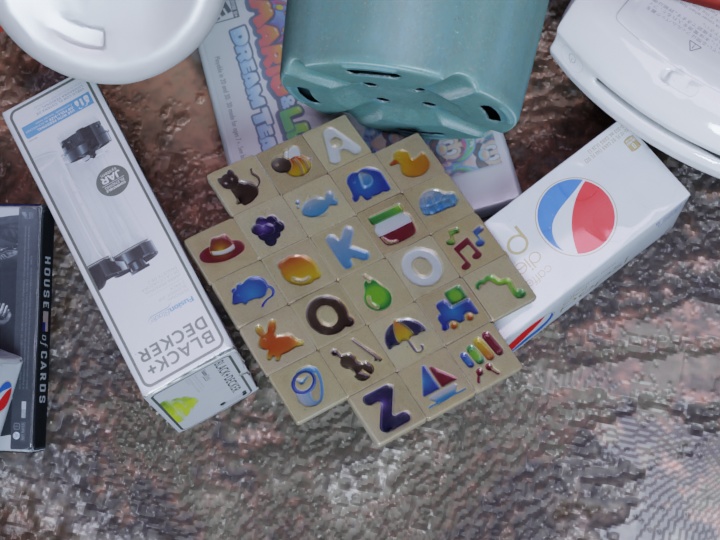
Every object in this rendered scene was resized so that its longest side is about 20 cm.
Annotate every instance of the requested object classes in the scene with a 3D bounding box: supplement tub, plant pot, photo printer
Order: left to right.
[{"bbox_3d":[-0.144,-0.210,0.862,0.143,0.200,0.146,0,115,0],"label":"supplement tub"},{"bbox_3d":[0.039,-0.194,0.854,0.198,0.200,0.198,10,82,6],"label":"plant pot"},{"bbox_3d":[0.224,-0.151,0.879,0.166,0.070,0.200,35,58,12],"label":"photo printer"}]

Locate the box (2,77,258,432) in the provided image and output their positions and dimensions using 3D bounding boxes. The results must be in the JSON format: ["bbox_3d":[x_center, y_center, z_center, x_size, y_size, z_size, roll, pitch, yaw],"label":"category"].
[{"bbox_3d":[-0.139,-0.009,0.863,0.060,0.117,0.201,-28,75,-5],"label":"box"}]

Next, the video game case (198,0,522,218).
[{"bbox_3d":[-0.006,-0.113,0.933,0.180,0.024,0.202,-15,73,-2],"label":"video game case"}]

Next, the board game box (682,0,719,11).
[{"bbox_3d":[0.237,-0.196,0.857,0.198,0.020,0.104,15,57,-1],"label":"board game box"}]

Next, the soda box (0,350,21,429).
[{"bbox_3d":[-0.308,0.054,0.826,0.198,0.064,0.069,17,90,13],"label":"soda box"}]

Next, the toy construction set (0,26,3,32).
[{"bbox_3d":[-0.322,-0.172,0.939,0.198,0.092,0.132,20,75,20],"label":"toy construction set"}]

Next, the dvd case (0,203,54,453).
[{"bbox_3d":[-0.289,0.034,0.875,0.198,0.025,0.152,1,86,13],"label":"dvd case"}]

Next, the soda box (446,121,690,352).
[{"bbox_3d":[0.106,-0.004,0.876,0.199,0.064,0.068,-37,75,-8],"label":"soda box"}]

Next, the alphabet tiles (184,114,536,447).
[{"bbox_3d":[0.000,0.000,0.825,0.165,0.006,0.201,-26,67,-19],"label":"alphabet tiles"}]
